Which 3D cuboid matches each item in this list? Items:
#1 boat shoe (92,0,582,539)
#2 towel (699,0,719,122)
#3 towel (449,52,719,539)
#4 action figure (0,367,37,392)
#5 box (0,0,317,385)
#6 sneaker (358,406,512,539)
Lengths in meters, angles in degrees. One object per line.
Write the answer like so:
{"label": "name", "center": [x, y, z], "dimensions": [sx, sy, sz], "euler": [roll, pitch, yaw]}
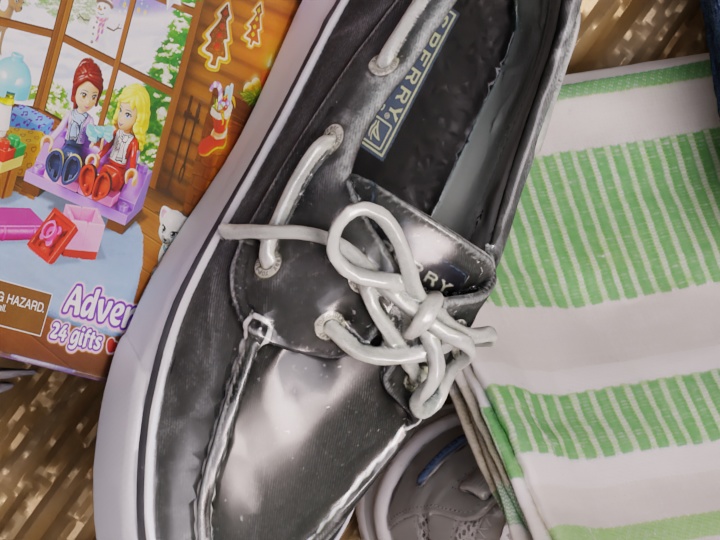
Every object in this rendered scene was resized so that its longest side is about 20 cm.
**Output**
{"label": "boat shoe", "center": [0.002, 0.001, 0.724], "dimensions": [0.073, 0.068, 0.200], "euler": [36, 72, -30]}
{"label": "towel", "center": [0.191, -0.064, 0.790], "dimensions": [0.199, 0.112, 0.049], "euler": [-10, 137, 6]}
{"label": "towel", "center": [0.091, 0.020, 0.770], "dimensions": [0.152, 0.023, 0.201], "euler": [-10, 48, -18]}
{"label": "action figure", "center": [-0.116, -0.040, 0.750], "dimensions": [0.130, 0.069, 0.201], "euler": [10, 88, -56]}
{"label": "box", "center": [-0.087, -0.051, 0.703], "dimensions": [0.200, 0.039, 0.138], "euler": [17, 86, -49]}
{"label": "sneaker", "center": [0.079, 0.121, 0.800], "dimensions": [0.200, 0.082, 0.075], "euler": [42, 83, -10]}
